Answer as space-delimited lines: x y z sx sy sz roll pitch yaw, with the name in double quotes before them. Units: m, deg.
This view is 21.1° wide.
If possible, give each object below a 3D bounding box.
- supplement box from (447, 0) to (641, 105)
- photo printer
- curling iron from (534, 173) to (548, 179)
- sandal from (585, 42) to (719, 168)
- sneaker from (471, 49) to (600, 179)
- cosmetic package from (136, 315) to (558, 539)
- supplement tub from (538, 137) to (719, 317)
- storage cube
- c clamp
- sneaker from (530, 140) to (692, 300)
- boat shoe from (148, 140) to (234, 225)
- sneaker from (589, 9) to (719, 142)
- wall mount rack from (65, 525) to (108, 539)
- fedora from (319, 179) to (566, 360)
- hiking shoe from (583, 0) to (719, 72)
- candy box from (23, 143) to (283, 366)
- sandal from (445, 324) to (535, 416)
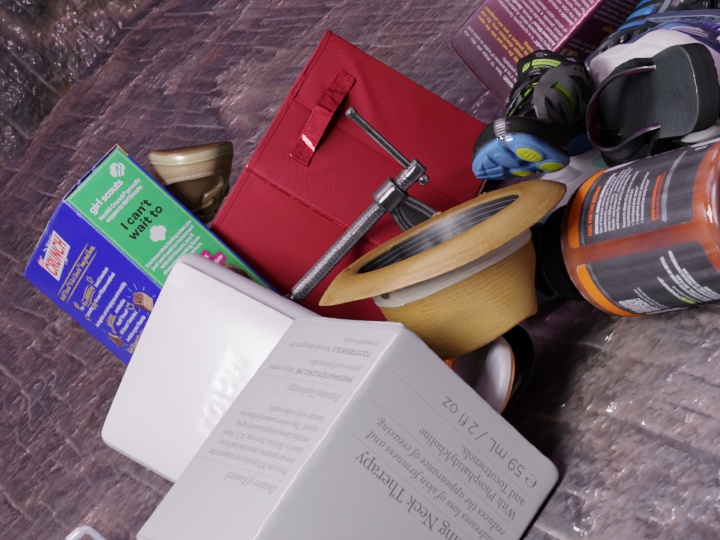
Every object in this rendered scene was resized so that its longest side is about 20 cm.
"supplement box" 0.185 -0.231 1.642 0.200 0.086 0.110 -48 -24 19
"photo printer" -0.081 0.101 1.464 0.167 0.199 0.069 -65 -21 5
"curling iron" 0.135 -0.059 1.615 0.200 0.026 0.050 -44 22 10
"sandal" 0.187 -0.113 1.322 0.048 0.076 0.200 -10 -7 -12
"sneaker" 0.124 -0.113 1.382 0.070 0.083 0.200 -7 12 23
"cosmetic package" -0.009 0.160 1.311 0.200 0.167 0.166 -55 23 -16
"supplement tub" 0.207 -0.026 1.304 0.200 0.107 0.107 -13 39 55
"storage cube" -0.012 -0.056 1.625 0.171 0.179 0.200 -62 4 -35
"c clamp" 0.000 0.000 1.505 0.200 0.170 0.027 -52 11 12
"sneaker" 0.166 -0.060 1.503 0.199 0.078 0.140 -32 23 13
"boat shoe" -0.140 -0.069 1.639 0.071 0.065 0.200 -7 -3 -4
"sneaker" 0.266 -0.151 1.391 0.146 0.081 0.200 -20 12 -15
"wall mount rack" -0.269 0.315 1.674 0.174 0.075 0.200 -49 20 -3
"fedora" 0.068 0.007 1.337 0.200 0.082 0.201 -27 7 4
"hiking shoe" 0.244 -0.186 1.587 0.200 0.075 0.087 -40 10 -4
"candy box" -0.171 0.016 1.612 0.077 0.200 0.169 -50 2 -29
"sandal" 0.098 0.074 1.404 0.207 0.059 0.080 -128 54 -77
